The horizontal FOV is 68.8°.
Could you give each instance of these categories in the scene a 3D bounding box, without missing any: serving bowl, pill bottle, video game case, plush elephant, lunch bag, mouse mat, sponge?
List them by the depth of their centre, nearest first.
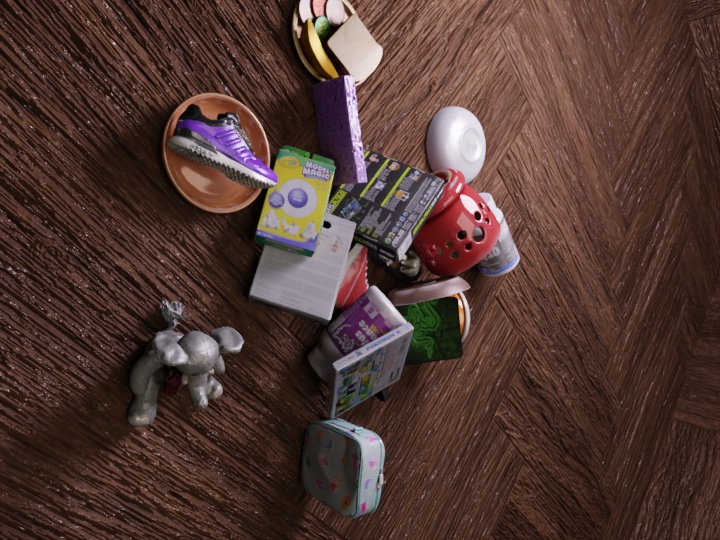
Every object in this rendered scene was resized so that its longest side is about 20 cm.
[{"bbox_3d":[-0.278,0.153,0.850,0.163,0.154,0.204,-5,97,-40],"label":"plush elephant"},{"bbox_3d":[-0.043,-0.273,1.044,0.030,0.111,0.204,-15,104,-36],"label":"sponge"},{"bbox_3d":[-0.035,0.383,1.047,0.076,0.198,0.163,12,84,-41],"label":"lunch bag"},{"bbox_3d":[0.017,0.204,1.058,0.180,0.022,0.202,-25,147,-25],"label":"video game case"},{"bbox_3d":[-0.010,0.137,1.072,0.200,0.112,0.112,-44,123,2],"label":"pill bottle"},{"bbox_3d":[0.151,0.144,1.208,0.008,0.158,0.202,-92,171,-53],"label":"mouse mat"},{"bbox_3d":[0.255,-0.313,1.325,0.198,0.065,0.204,-4,97,-41],"label":"serving bowl"},{"bbox_3d":[0.332,-0.093,1.377,0.114,0.113,0.201,-46,120,-27],"label":"pill bottle"}]

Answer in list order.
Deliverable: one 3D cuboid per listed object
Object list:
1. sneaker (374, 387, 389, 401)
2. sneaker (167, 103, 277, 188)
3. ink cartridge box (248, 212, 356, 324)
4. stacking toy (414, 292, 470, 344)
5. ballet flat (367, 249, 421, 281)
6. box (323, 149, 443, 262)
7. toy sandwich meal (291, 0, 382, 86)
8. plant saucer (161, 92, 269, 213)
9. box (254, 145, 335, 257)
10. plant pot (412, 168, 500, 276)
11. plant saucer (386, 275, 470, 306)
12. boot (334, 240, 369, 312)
[{"bbox_3d":[0.045,0.190,1.190,0.104,0.060,0.202,-36,113,-28],"label":"sneaker"},{"bbox_3d":[-0.214,-0.211,0.884,0.199,0.069,0.101,24,76,-40],"label":"sneaker"},{"bbox_3d":[-0.109,-0.016,1.011,0.160,0.057,0.203,18,69,-9],"label":"ink cartridge box"},{"bbox_3d":[0.145,0.112,1.244,0.197,0.146,0.149,-1,94,-24],"label":"stacking toy"},{"bbox_3d":[0.091,-0.023,1.208,0.199,0.072,0.074,30,75,-38],"label":"ballet flat"},{"bbox_3d":[0.044,-0.139,1.085,0.201,0.191,0.048,-56,155,-22],"label":"box"},{"bbox_3d":[-0.046,-0.465,1.052,0.203,0.070,0.209,-4,96,-40],"label":"toy sandwich meal"},{"bbox_3d":[-0.252,-0.202,0.921,0.198,0.037,0.204,-5,98,-40],"label":"plant saucer"},{"bbox_3d":[-0.118,-0.138,0.990,0.115,0.048,0.203,15,72,-10],"label":"box"},{"bbox_3d":[0.196,-0.119,1.208,0.201,0.199,0.183,-49,116,-26],"label":"plant pot"},{"bbox_3d":[0.144,0.043,1.176,0.198,0.199,0.033,-16,93,-38],"label":"plant saucer"},{"bbox_3d":[0.000,0.000,1.134,0.144,0.072,0.202,34,79,-37],"label":"boot"}]
